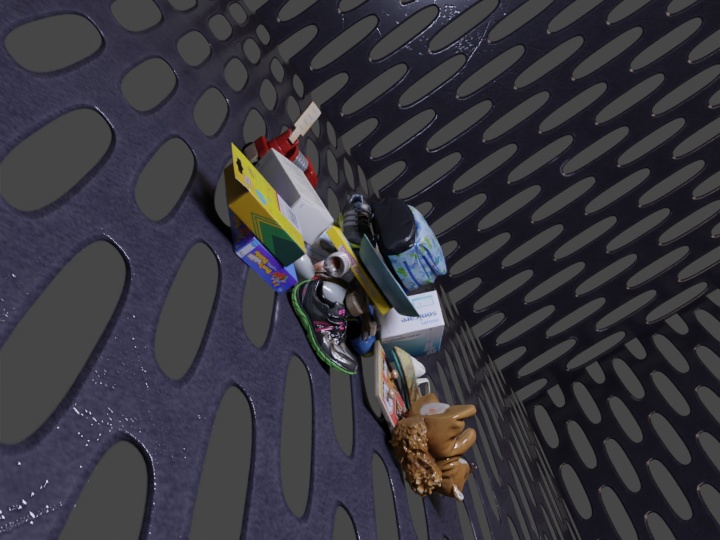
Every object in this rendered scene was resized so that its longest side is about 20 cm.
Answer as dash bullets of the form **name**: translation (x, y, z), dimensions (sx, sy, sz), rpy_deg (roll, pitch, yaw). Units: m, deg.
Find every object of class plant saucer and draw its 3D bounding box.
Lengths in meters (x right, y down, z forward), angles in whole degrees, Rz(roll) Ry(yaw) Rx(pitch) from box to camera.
- **plant saucer**: translation (0.051, 0.019, 1.453), dimensions (0.201, 0.036, 0.200), rpy_deg (56, 3, -4)

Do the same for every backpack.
- **backpack**: translation (0.107, -0.046, 1.570), dimensions (0.165, 0.151, 0.202), rpy_deg (-106, -179, -47)

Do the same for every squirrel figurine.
- **squirrel figurine**: translation (0.145, 0.374, 1.438), dimensions (0.198, 0.140, 0.190), rpy_deg (-20, 105, -42)

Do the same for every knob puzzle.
- **knob puzzle**: translation (0.078, 0.274, 1.515), dimensions (0.220, 0.030, 0.223), rpy_deg (-19, 91, -79)

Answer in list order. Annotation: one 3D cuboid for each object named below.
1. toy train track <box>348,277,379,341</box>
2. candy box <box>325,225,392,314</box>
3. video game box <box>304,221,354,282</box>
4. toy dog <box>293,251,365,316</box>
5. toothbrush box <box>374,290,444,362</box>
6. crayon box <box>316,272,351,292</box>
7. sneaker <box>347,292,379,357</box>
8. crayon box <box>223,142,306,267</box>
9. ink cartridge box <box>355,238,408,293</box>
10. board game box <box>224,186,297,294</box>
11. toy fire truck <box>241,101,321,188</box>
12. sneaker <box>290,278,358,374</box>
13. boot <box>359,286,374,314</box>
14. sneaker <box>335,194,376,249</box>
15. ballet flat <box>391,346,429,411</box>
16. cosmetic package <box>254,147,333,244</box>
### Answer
- **toy train track**: translation (0.011, 0.070, 1.525), dimensions (0.201, 0.032, 0.117), rpy_deg (-114, -156, -56)
- **candy box**: translation (0.000, 0.000, 1.459), dimensions (0.201, 0.026, 0.102), rpy_deg (55, 7, 3)
- **video game box**: translation (-0.105, -0.077, 1.561), dimensions (0.180, 0.047, 0.201), rpy_deg (25, 22, -30)
- **toy dog**: translation (-0.067, 0.026, 1.446), dimensions (0.097, 0.129, 0.203), rpy_deg (-88, 165, -55)
- **toothbrush box**: translation (0.108, 0.134, 1.646), dimensions (0.201, 0.144, 0.087), rpy_deg (83, -5, -67)
- **crayon box**: translation (-0.072, 0.000, 1.656), dimensions (0.126, 0.051, 0.201), rpy_deg (53, 11, -21)
- **sneaker**: translation (-0.012, 0.100, 1.607), dimensions (0.079, 0.065, 0.202), rpy_deg (49, 15, -41)
- **crayon box**: translation (-0.178, -0.115, 1.270), dimensions (0.200, 0.050, 0.128), rpy_deg (50, 13, -36)
- **ink cartridge box**: translation (0.043, -0.003, 1.688), dimensions (0.198, 0.077, 0.137), rpy_deg (32, 20, -18)
- **board game box**: translation (-0.188, -0.069, 1.350), dimensions (0.135, 0.044, 0.201), rpy_deg (48, 15, -40)
- **toy fire truck**: translation (-0.151, -0.266, 1.643), dimensions (0.176, 0.198, 0.130), rpy_deg (45, 17, -47)
- **sneaker**: translation (-0.058, 0.104, 1.350), dimensions (0.202, 0.083, 0.077), rpy_deg (59, 12, 8)
- **boot**: translation (0.010, 0.054, 1.754), dimensions (0.200, 0.073, 0.157), rpy_deg (105, -37, -74)
- **sneaker**: translation (-0.006, -0.106, 1.603), dimensions (0.073, 0.082, 0.201), rpy_deg (10, 27, -23)
- **ballet flat**: translation (0.117, 0.241, 1.586), dimensions (0.071, 0.069, 0.203), rpy_deg (-102, 177, -61)
- **cosmetic package**: translation (-0.142, -0.153, 1.471), dimensions (0.105, 0.071, 0.201), rpy_deg (34, 16, -41)
